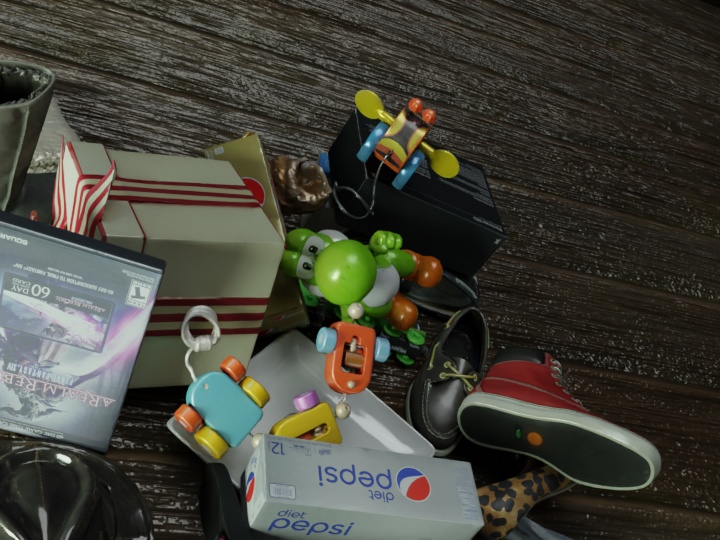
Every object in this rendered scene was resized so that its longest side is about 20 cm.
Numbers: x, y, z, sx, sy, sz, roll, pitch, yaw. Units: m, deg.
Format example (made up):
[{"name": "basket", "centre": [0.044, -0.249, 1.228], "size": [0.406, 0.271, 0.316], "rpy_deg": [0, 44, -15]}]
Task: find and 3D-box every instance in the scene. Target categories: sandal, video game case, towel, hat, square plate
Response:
[{"name": "sandal", "centre": [-0.104, 0.237, 0.616], "size": [0.045, 0.076, 0.201], "rpy_deg": [3, 36, -32]}, {"name": "video game case", "centre": [-0.244, 0.054, 0.627], "size": [0.141, 0.202, 0.019], "rpy_deg": [17, 31, -14]}, {"name": "towel", "centre": [-0.414, -0.149, 0.895], "size": [0.198, 0.035, 0.133], "rpy_deg": [-12, 54, -42]}, {"name": "hat", "centre": [-0.229, 0.187, 0.581], "size": [0.198, 0.081, 0.202], "rpy_deg": [19, 38, -15]}, {"name": "square plate", "centre": [-0.051, 0.165, 0.768], "size": [0.199, 0.029, 0.198], "rpy_deg": [39, 37, 13]}]

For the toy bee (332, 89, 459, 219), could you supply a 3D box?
[{"name": "toy bee", "centre": [0.052, -0.136, 0.857], "size": [0.130, 0.109, 0.201], "rpy_deg": [26, 36, -20]}]

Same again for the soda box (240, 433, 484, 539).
[{"name": "soda box", "centre": [0.001, 0.196, 0.685], "size": [0.197, 0.069, 0.064], "rpy_deg": [13, 40, -21]}]

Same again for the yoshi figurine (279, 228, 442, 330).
[{"name": "yoshi figurine", "centre": [0.007, 0.011, 0.813], "size": [0.199, 0.111, 0.114], "rpy_deg": [17, 59, -48]}]

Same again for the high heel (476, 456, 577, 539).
[{"name": "high heel", "centre": [0.164, 0.191, 0.835], "size": [0.141, 0.072, 0.202], "rpy_deg": [26, 45, -14]}]

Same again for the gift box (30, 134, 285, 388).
[{"name": "gift box", "centre": [-0.196, -0.019, 0.736], "size": [0.185, 0.202, 0.185], "rpy_deg": [0, 29, -33]}]

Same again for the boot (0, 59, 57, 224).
[{"name": "boot", "centre": [-0.324, -0.114, 0.771], "size": [0.072, 0.201, 0.182], "rpy_deg": [36, 37, 11]}]

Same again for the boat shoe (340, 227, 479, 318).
[{"name": "boat shoe", "centre": [0.061, 0.003, 0.990], "size": [0.197, 0.076, 0.061], "rpy_deg": [17, 32, -14]}]

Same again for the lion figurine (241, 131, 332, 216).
[{"name": "lion figurine", "centre": [-0.140, -0.087, 0.947], "size": [0.198, 0.073, 0.123], "rpy_deg": [-30, 72, -9]}]

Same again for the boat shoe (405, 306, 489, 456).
[{"name": "boat shoe", "centre": [0.100, 0.115, 0.895], "size": [0.071, 0.061, 0.202], "rpy_deg": [26, 37, -2]}]

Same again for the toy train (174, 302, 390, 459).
[{"name": "toy train", "centre": [-0.073, 0.099, 0.725], "size": [0.197, 0.055, 0.153], "rpy_deg": [8, 76, -25]}]

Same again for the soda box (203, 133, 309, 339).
[{"name": "soda box", "centre": [-0.110, -0.036, 0.853], "size": [0.063, 0.068, 0.202], "rpy_deg": [-16, 70, -2]}]

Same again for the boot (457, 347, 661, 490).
[{"name": "boot", "centre": [0.216, 0.139, 0.832], "size": [0.198, 0.073, 0.144], "rpy_deg": [16, 32, 25]}]

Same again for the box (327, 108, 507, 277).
[{"name": "box", "centre": [0.066, -0.092, 0.980], "size": [0.198, 0.079, 0.142], "rpy_deg": [21, 35, -24]}]

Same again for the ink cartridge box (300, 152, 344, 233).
[{"name": "ink cartridge box", "centre": [0.026, -0.067, 1.054], "size": [0.197, 0.067, 0.117], "rpy_deg": [18, 39, -15]}]

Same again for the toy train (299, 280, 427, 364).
[{"name": "toy train", "centre": [-0.016, 0.053, 0.913], "size": [0.198, 0.042, 0.057], "rpy_deg": [20, 27, -12]}]
